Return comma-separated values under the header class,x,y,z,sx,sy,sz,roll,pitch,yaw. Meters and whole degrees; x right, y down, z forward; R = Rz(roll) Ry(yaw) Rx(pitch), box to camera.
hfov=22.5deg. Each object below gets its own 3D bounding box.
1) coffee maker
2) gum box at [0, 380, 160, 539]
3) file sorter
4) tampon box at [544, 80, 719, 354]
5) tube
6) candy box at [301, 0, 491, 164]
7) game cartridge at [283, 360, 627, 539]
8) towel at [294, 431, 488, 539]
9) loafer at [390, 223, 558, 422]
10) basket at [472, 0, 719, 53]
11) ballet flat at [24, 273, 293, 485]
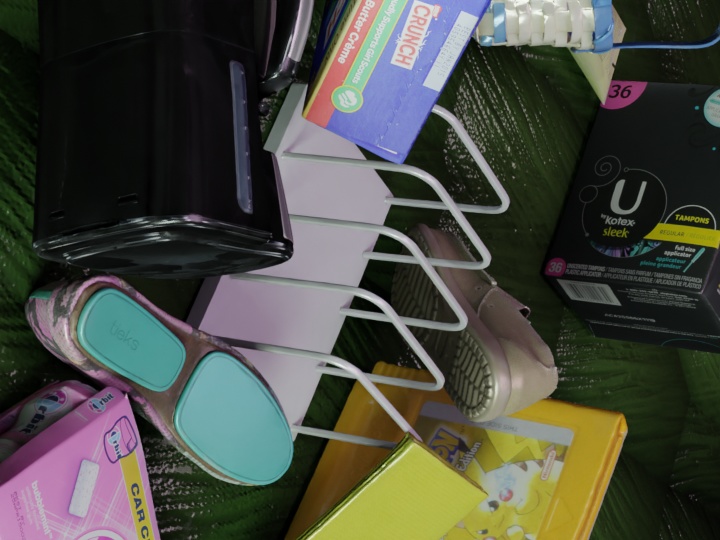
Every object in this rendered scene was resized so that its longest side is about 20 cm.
class,x,y,z,sx,sy,sz,roll,pitch,yaw
coffee maker,-0.122,-0.103,0.962,0.192,0.135,0.200,6,75,-31
gum box,-0.170,0.168,1.001,0.113,0.066,0.200,-36,124,-48
file sorter,0.000,0.000,1.183,0.139,0.124,0.200,51,53,-48
tampon box,0.273,-0.048,1.571,0.126,0.150,0.200,46,57,-51
tube,0.180,-0.216,1.501,0.058,0.052,0.200,-38,146,7
candy box,0.036,-0.194,1.115,0.200,0.077,0.169,-83,-162,-52
game cartridge,0.061,0.155,1.231,0.177,0.200,0.032,-65,152,-27
towel,-0.015,0.190,1.165,0.200,0.018,0.086,-43,130,10
loafer,0.078,0.038,1.268,0.068,0.200,0.076,7,123,-25
basket,0.170,-0.246,1.333,0.139,0.199,0.177,-85,171,-73
ballet flat,-0.117,0.060,1.055,0.200,0.071,0.069,41,73,-40
